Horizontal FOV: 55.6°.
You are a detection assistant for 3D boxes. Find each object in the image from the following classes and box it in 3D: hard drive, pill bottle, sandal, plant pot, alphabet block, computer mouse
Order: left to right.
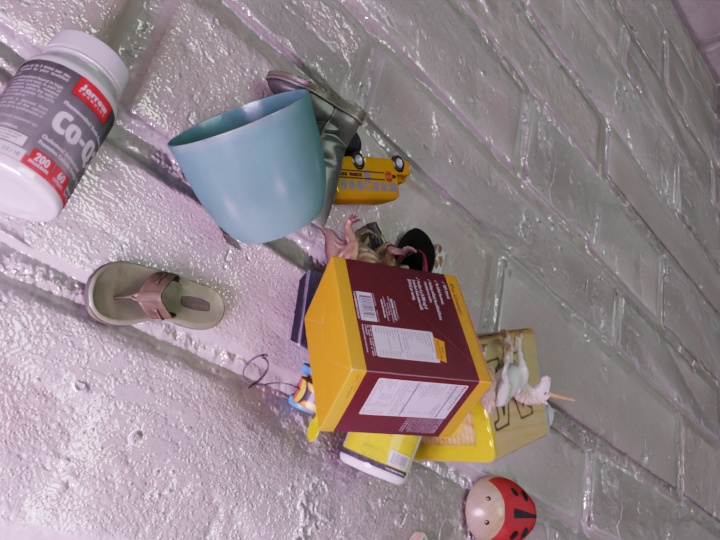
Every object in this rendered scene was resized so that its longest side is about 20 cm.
[{"bbox_3d":[-0.345,-0.165,0.763,0.114,0.113,0.201,39,55,-34],"label":"pill bottle"},{"bbox_3d":[-0.250,0.031,0.863,0.200,0.057,0.081,10,74,-46],"label":"sandal"},{"bbox_3d":[-0.137,-0.134,0.933,0.201,0.199,0.162,-43,122,-43],"label":"plant pot"},{"bbox_3d":[-0.067,-0.238,1.143,0.199,0.034,0.059,11,74,-45],"label":"computer mouse"},{"bbox_3d":[-0.029,0.089,1.101,0.199,0.042,0.136,25,63,-42],"label":"hard drive"},{"bbox_3d":[0.052,0.222,1.076,0.112,0.112,0.201,33,73,-38],"label":"pill bottle"},{"bbox_3d":[0.088,0.006,1.224,0.075,0.045,0.201,20,61,2],"label":"sandal"},{"bbox_3d":[0.193,0.217,1.204,0.199,0.194,0.198,-4,82,-49],"label":"alphabet block"}]

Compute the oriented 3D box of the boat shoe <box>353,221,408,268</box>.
[{"bbox_3d":[0.052,0.011,1.151,0.202,0.066,0.072,57,18,2],"label":"boat shoe"}]

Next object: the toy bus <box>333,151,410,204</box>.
[{"bbox_3d":[0.004,-0.156,1.177,0.199,0.065,0.079,-5,85,-48],"label":"toy bus"}]

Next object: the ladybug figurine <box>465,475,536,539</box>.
[{"bbox_3d":[0.282,0.470,1.328,0.199,0.072,0.137,20,67,-43],"label":"ladybug figurine"}]

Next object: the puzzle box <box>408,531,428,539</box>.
[{"bbox_3d":[0.073,0.550,1.118,0.200,0.025,0.134,-37,108,-45],"label":"puzzle box"}]

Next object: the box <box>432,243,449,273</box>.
[{"bbox_3d":[0.113,0.037,1.270,0.039,0.041,0.201,47,49,-30],"label":"box"}]

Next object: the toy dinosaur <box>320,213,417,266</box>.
[{"bbox_3d":[0.000,0.000,1.079,0.199,0.086,0.136,31,84,4],"label":"toy dinosaur"}]

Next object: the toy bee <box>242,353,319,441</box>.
[{"bbox_3d":[-0.062,0.188,0.989,0.199,0.108,0.132,-6,110,-43],"label":"toy bee"}]

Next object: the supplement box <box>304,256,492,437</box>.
[{"bbox_3d":[0.044,0.107,0.946,0.198,0.133,0.198,9,43,-21],"label":"supplement box"}]

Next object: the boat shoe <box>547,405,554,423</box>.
[{"bbox_3d":[0.343,0.311,1.432,0.199,0.070,0.070,-22,99,-46],"label":"boat shoe"}]

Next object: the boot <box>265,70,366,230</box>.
[{"bbox_3d":[-0.099,-0.186,1.056,0.181,0.073,0.201,26,91,-1],"label":"boot"}]

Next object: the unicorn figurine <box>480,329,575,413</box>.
[{"bbox_3d":[0.244,0.168,1.088,0.199,0.074,0.139,-16,103,-34],"label":"unicorn figurine"}]
